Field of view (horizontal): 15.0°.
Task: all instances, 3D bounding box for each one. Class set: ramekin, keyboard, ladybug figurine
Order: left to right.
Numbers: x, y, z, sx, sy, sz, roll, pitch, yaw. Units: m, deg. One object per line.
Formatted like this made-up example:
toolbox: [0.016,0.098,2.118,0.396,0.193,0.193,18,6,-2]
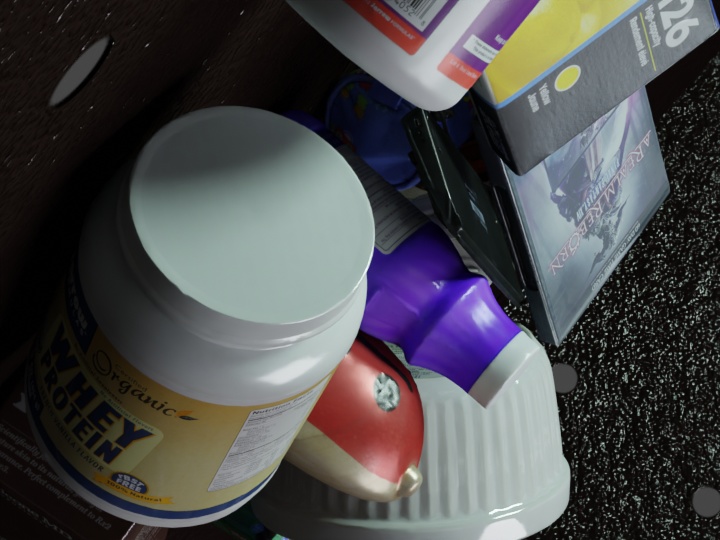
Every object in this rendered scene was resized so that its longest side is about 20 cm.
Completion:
ladybug figurine: [-0.036,0.051,1.542,0.072,0.200,0.136,-53,168,14]
ramekin: [0.030,0.092,1.689,0.200,0.199,0.106,-35,127,-63]
keyboard: [0.051,-0.053,1.548,0.021,0.128,0.200,-19,163,8]

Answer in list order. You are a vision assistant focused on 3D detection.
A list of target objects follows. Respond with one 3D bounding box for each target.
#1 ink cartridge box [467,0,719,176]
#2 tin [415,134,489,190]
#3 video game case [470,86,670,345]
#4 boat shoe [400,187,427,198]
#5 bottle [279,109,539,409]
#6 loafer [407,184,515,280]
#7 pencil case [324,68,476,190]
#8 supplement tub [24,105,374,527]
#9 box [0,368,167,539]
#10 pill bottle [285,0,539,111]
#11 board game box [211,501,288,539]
ink cartridge box: [0.133,-0.170,1.475,0.200,0.047,0.198,-36,144,-6]
tin: [0.086,-0.108,1.781,0.112,0.042,0.200,-16,-158,21]
video game case: [0.133,-0.069,1.684,0.143,0.019,0.200,-52,142,-27]
boat shoe: [0.017,-0.050,1.852,0.200,0.072,0.068,-44,167,-49]
bottle: [0.012,-0.005,1.542,0.065,0.200,0.084,-53,172,28]
loafer: [0.000,0.000,1.704,0.199,0.070,0.070,-14,176,19]
pencil case: [0.060,-0.128,1.690,0.200,0.078,0.087,-43,150,-42]
supplement tub: [-0.080,0.024,1.360,0.144,0.144,0.200,-44,170,-36]
box: [-0.162,0.129,1.544,0.075,0.100,0.200,-55,174,-20]
pill bottle: [0.057,-0.180,1.273,0.200,0.112,0.112,-51,173,8]
board game box: [-0.065,0.116,1.882,0.135,0.029,0.200,-47,-146,-13]
